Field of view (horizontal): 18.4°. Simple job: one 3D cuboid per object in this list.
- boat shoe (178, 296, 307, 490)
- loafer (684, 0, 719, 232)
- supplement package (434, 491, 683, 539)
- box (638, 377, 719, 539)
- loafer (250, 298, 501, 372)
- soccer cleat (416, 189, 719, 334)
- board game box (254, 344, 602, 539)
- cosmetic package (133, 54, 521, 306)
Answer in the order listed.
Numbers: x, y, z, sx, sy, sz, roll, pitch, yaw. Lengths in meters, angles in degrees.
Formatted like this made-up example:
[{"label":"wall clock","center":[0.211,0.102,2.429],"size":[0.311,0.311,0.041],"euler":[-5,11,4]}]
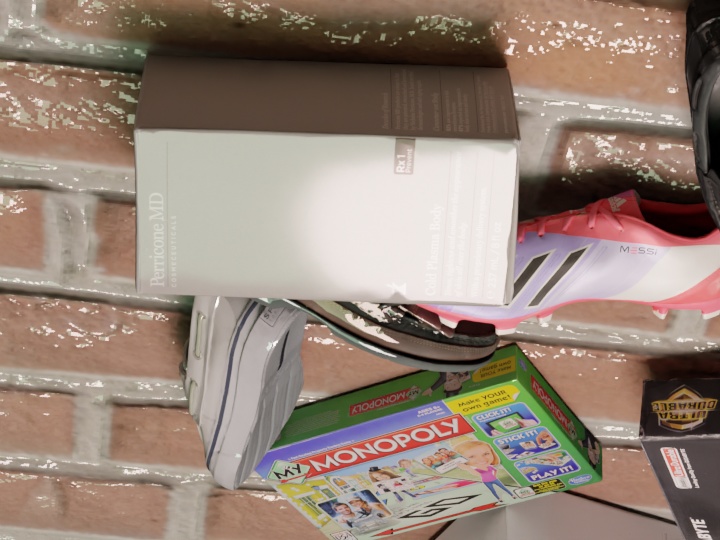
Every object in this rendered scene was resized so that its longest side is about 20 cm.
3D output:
[{"label":"boat shoe","center":[-0.076,0.059,1.353],"size":[0.067,0.074,0.200],"euler":[34,143,12]},{"label":"loafer","center":[0.204,-0.057,1.156],"size":[0.068,0.071,0.201],"euler":[-6,134,16]},{"label":"supplement package","center":[0.151,0.278,1.526],"size":[0.199,0.192,0.147],"euler":[18,140,-21]},{"label":"box","center":[0.293,0.131,1.415],"size":[0.197,0.050,0.200],"euler":[-3,147,18]},{"label":"loafer","center":[0.000,0.000,1.263],"size":[0.199,0.072,0.063],"euler":[20,127,-18]},{"label":"soccer cleat","center":[0.120,-0.012,1.242],"size":[0.199,0.067,0.077],"euler":[-1,121,-10]},{"label":"board game box","center":[0.041,0.119,1.452],"size":[0.199,0.029,0.135],"euler":[-18,140,23]},{"label":"cosmetic package","center":[-0.020,-0.047,1.163],"size":[0.199,0.090,0.107],"euler":[-1,123,-2]}]
